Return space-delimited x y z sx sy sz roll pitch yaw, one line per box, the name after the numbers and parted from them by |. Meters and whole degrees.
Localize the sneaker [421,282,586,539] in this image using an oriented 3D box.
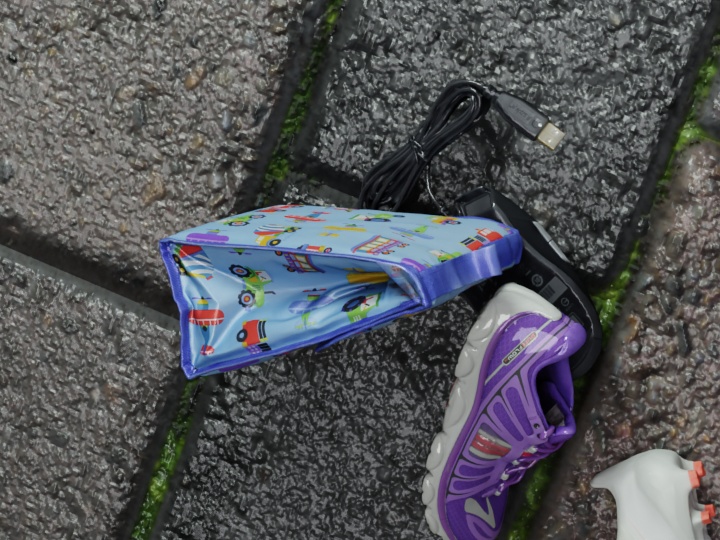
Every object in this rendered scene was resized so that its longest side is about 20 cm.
0.096 0.107 1.338 0.083 0.081 0.201 27 128 20 | sneaker

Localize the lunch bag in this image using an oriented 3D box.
0.000 0.000 1.313 0.199 0.150 0.095 -8 96 30 | lunch bag

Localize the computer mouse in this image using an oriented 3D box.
0.105 -0.032 1.364 0.200 0.046 0.141 44 116 13 | computer mouse

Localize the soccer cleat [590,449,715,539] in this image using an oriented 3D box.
0.208 0.219 1.369 0.077 0.069 0.201 -14 86 18 | soccer cleat
